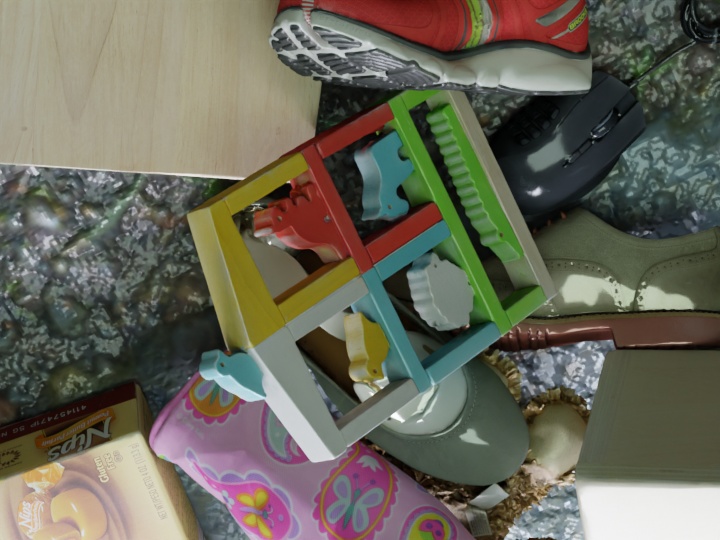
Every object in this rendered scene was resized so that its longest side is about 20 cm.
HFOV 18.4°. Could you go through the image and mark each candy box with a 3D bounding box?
[{"bbox_3d":[-0.141,0.170,1.218,0.115,0.055,0.200,-18,120,3],"label":"candy box"}]

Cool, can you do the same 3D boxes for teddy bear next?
[{"bbox_3d":[0.050,0.118,1.193,0.145,0.067,0.200,12,127,0],"label":"teddy bear"}]

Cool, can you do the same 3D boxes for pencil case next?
[{"bbox_3d":[-0.015,0.121,1.131,0.200,0.087,0.087,41,114,21],"label":"pencil case"}]

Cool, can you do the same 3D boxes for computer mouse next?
[{"bbox_3d":[0.145,-0.091,1.121,0.200,0.034,0.059,-37,116,13],"label":"computer mouse"}]

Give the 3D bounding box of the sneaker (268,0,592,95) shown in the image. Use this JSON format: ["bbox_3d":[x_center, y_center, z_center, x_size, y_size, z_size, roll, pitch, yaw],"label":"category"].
[{"bbox_3d":[0.033,-0.126,1.034,0.200,0.077,0.085,-1,94,-48],"label":"sneaker"}]

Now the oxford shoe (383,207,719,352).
[{"bbox_3d":[0.095,0.005,1.162,0.200,0.071,0.074,3,83,-1],"label":"oxford shoe"}]

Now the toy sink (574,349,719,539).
[{"bbox_3d":[0.219,0.119,1.102,0.200,0.112,0.130,0,126,19],"label":"toy sink"}]

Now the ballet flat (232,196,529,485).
[{"bbox_3d":[-0.002,0.036,1.104,0.200,0.064,0.067,41,94,12],"label":"ballet flat"}]

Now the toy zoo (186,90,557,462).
[{"bbox_3d":[0.000,0.000,1.048,0.200,0.020,0.131,-33,102,-37],"label":"toy zoo"}]

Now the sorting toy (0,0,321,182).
[{"bbox_3d":[-0.114,-0.150,1.035,0.199,0.070,0.200,3,118,-9],"label":"sorting toy"}]
